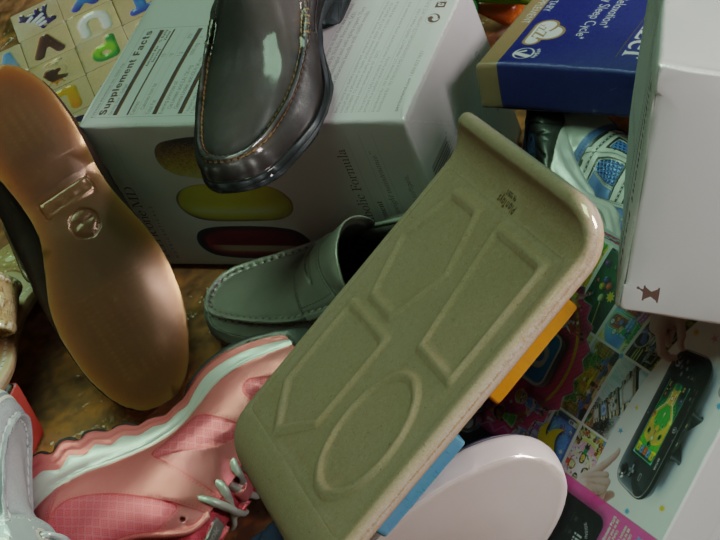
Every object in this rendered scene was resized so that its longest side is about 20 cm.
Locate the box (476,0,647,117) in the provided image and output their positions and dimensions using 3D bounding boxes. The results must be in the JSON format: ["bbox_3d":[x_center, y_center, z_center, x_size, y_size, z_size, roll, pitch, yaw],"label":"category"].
[{"bbox_3d":[0.174,-0.116,1.210,0.200,0.032,0.121,8,35,26],"label":"box"}]

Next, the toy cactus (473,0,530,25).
[{"bbox_3d":[0.018,-0.170,1.393,0.200,0.102,0.165,24,69,31],"label":"toy cactus"}]

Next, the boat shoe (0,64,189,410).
[{"bbox_3d":[-0.151,-0.017,1.261,0.070,0.200,0.070,-24,-3,-12],"label":"boat shoe"}]

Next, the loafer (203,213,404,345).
[{"bbox_3d":[0.000,0.000,1.216,0.200,0.070,0.070,-11,46,28],"label":"loafer"}]

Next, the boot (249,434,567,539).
[{"bbox_3d":[0.003,0.122,1.055,0.200,0.073,0.090,-42,34,17],"label":"boot"}]

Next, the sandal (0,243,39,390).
[{"bbox_3d":[-0.215,0.013,1.269,0.077,0.070,0.212,-2,28,22],"label":"sandal"}]

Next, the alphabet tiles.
[{"bbox_3d":[-0.158,-0.130,1.486,0.166,0.006,0.200,-25,41,-2],"label":"alphabet tiles"}]

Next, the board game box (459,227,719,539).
[{"bbox_3d":[0.099,0.060,1.068,0.200,0.064,0.148,35,102,47],"label":"board game box"}]

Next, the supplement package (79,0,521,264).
[{"bbox_3d":[-0.031,-0.077,1.290,0.200,0.114,0.110,0,46,28],"label":"supplement package"}]

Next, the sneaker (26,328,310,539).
[{"bbox_3d":[-0.075,0.105,1.164,0.200,0.074,0.087,-29,50,5],"label":"sneaker"}]

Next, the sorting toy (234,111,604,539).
[{"bbox_3d":[0.024,0.036,1.034,0.200,0.036,0.185,-55,21,5],"label":"sorting toy"}]

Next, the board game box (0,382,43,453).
[{"bbox_3d":[-0.285,0.129,1.246,0.199,0.040,0.153,-1,46,24],"label":"board game box"}]

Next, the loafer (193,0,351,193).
[{"bbox_3d":[-0.053,-0.124,1.206,0.073,0.072,0.200,-8,45,17],"label":"loafer"}]

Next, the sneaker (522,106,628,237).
[{"bbox_3d":[0.129,-0.033,1.212,0.077,0.076,0.200,-6,43,-8],"label":"sneaker"}]

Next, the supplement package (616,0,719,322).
[{"bbox_3d":[0.175,-0.066,1.019,0.109,0.114,0.200,8,27,4],"label":"supplement package"}]

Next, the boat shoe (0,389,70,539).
[{"bbox_3d":[-0.166,0.154,1.116,0.071,0.070,0.201,-1,71,13],"label":"boat shoe"}]
